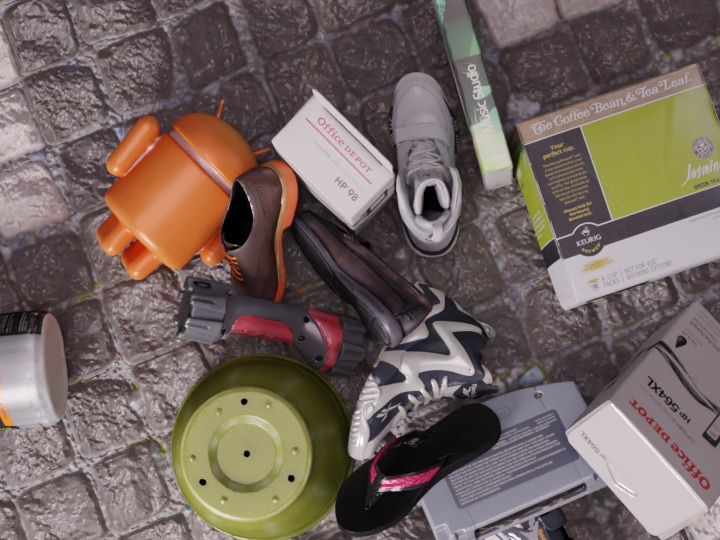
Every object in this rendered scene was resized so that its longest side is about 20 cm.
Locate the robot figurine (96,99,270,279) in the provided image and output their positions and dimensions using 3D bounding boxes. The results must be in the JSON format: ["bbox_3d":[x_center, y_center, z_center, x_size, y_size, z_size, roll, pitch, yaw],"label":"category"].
[{"bbox_3d":[-0.188,-0.082,1.591,0.200,0.117,0.144,-46,74,-1],"label":"robot figurine"}]

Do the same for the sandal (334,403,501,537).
[{"bbox_3d":[0.053,0.193,1.528,0.199,0.045,0.075,-34,54,-11],"label":"sandal"}]

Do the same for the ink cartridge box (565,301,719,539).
[{"bbox_3d":[0.322,0.149,1.523,0.146,0.084,0.200,47,48,3],"label":"ink cartridge box"}]

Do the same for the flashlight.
[{"bbox_3d":[-0.093,0.063,1.560,0.199,0.068,0.068,11,42,-25],"label":"flashlight"}]

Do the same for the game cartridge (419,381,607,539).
[{"bbox_3d":[0.151,0.195,1.552,0.199,0.042,0.134,-22,47,-2],"label":"game cartridge"}]

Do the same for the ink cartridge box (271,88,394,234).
[{"bbox_3d":[-0.027,-0.108,1.545,0.116,0.200,0.067,45,88,5],"label":"ink cartridge box"}]

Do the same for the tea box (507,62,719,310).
[{"bbox_3d":[0.278,-0.084,1.569,0.199,0.134,0.198,-18,86,0],"label":"tea box"}]

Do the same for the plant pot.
[{"bbox_3d":[-0.108,0.182,1.527,0.199,0.193,0.202,0,85,2],"label":"plant pot"}]

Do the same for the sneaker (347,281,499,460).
[{"bbox_3d":[0.075,0.124,1.576,0.129,0.080,0.200,24,66,6],"label":"sneaker"}]

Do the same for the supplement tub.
[{"bbox_3d":[-0.415,0.110,1.576,0.198,0.123,0.124,-6,85,2],"label":"supplement tub"}]

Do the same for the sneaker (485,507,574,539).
[{"bbox_3d":[0.188,0.278,1.569,0.200,0.078,0.080,41,93,6],"label":"sneaker"}]

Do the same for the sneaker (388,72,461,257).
[{"bbox_3d":[0.071,-0.118,1.586,0.074,0.115,0.202,-5,85,0],"label":"sneaker"}]

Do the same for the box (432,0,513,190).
[{"bbox_3d":[0.118,-0.190,1.577,0.036,0.144,0.201,-17,85,4],"label":"box"}]

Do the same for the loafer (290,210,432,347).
[{"bbox_3d":[0.000,0.000,1.582,0.063,0.072,0.200,-32,54,-14],"label":"loafer"}]

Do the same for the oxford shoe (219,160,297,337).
[{"bbox_3d":[-0.121,-0.018,1.571,0.071,0.072,0.201,29,121,37],"label":"oxford shoe"}]
